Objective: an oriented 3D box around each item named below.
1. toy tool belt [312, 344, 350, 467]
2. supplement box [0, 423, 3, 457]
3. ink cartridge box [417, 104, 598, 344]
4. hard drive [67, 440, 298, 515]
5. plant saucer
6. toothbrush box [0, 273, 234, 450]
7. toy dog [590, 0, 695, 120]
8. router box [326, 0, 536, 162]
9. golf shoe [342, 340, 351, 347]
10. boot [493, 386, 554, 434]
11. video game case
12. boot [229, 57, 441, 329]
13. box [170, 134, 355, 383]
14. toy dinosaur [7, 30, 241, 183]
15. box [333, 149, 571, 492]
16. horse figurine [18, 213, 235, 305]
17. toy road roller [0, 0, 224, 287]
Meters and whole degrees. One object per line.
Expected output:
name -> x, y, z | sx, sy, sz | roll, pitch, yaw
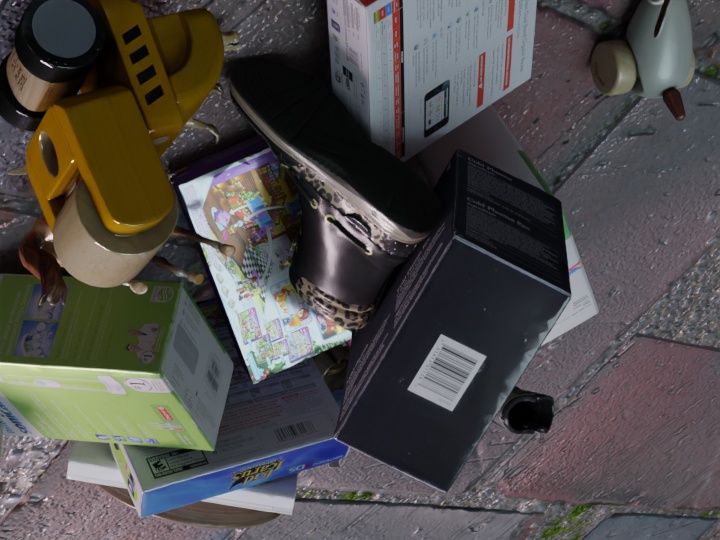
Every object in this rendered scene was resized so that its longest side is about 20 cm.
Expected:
toy tool belt -> -0.040, 0.136, 1.545 | 0.199, 0.123, 0.125 | 0, 150, -38
supplement box -> -0.410, 0.172, 1.306 | 0.199, 0.074, 0.126 | 14, 130, -19
ink cartridge box -> 0.136, -0.037, 1.451 | 0.084, 0.145, 0.200 | -30, 147, 1
hard drive -> -0.154, 0.163, 1.429 | 0.199, 0.132, 0.026 | 9, 114, -2
plant saucer -> -0.161, 0.183, 1.482 | 0.199, 0.200, 0.030 | 2, 110, -39
toothbrush box -> -0.222, 0.075, 1.288 | 0.199, 0.086, 0.146 | 1, 150, 16
toy dog -> 0.276, -0.211, 1.376 | 0.131, 0.097, 0.200 | -25, 146, -9
router box -> 0.059, -0.189, 1.242 | 0.179, 0.049, 0.200 | -34, 149, -22
golf shoe -> 0.000, 0.000, 1.464 | 0.091, 0.075, 0.200 | -26, 148, -13
boot -> 0.093, 0.125, 1.513 | 0.200, 0.131, 0.070 | -6, 104, -50
video game case -> -0.134, 0.112, 1.404 | 0.199, 0.182, 0.046 | -13, 142, -24
boot -> -0.041, -0.057, 1.255 | 0.073, 0.203, 0.154 | -39, 165, -39
box -> -0.065, -0.018, 1.338 | 0.136, 0.039, 0.201 | -23, 118, -10
toy dinosaur -> -0.174, -0.116, 1.207 | 0.200, 0.058, 0.101 | -35, 132, -5
box -> 0.074, 0.036, 1.256 | 0.104, 0.182, 0.200 | 26, 115, -8
horse figurine -> -0.194, -0.018, 1.212 | 0.200, 0.132, 0.050 | -11, 117, -57
toy road roller -> -0.157, -0.103, 1.091 | 0.145, 0.201, 0.123 | -17, 171, -27
